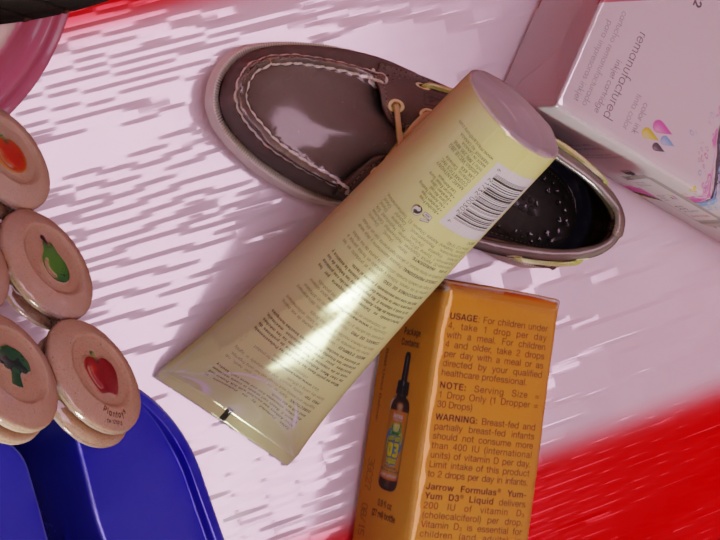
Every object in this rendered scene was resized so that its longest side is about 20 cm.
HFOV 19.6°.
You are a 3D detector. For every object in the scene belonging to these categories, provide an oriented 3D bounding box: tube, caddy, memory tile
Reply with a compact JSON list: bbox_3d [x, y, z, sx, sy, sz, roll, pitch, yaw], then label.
[{"bbox_3d":[0.000,0.000,0.894,0.200,0.052,0.058,-47,71,22],"label":"tube"},{"bbox_3d":[-0.132,0.137,0.851,0.141,0.105,0.202,-23,97,-41],"label":"caddy"},{"bbox_3d":[-0.163,-0.007,0.757,0.199,0.017,0.154,7,55,-58],"label":"memory tile"}]

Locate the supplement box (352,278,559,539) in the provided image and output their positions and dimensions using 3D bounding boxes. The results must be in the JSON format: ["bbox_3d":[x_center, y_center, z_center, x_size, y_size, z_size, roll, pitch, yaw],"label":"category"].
[{"bbox_3d":[0.038,0.105,0.944,0.068,0.066,0.202,6,91,-24],"label":"supplement box"}]

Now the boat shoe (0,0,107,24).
[{"bbox_3d":[-0.183,-0.132,0.775,0.198,0.076,0.075,-1,88,-24],"label":"boat shoe"}]

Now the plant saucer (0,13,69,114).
[{"bbox_3d":[-0.206,-0.135,0.831,0.199,0.051,0.202,-1,93,-23],"label":"plant saucer"}]

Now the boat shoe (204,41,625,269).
[{"bbox_3d":[0.028,-0.052,0.933,0.200,0.060,0.073,21,84,-23],"label":"boat shoe"}]

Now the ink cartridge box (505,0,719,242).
[{"bbox_3d":[0.178,-0.083,0.994,0.199,0.067,0.117,27,82,-23],"label":"ink cartridge box"}]
